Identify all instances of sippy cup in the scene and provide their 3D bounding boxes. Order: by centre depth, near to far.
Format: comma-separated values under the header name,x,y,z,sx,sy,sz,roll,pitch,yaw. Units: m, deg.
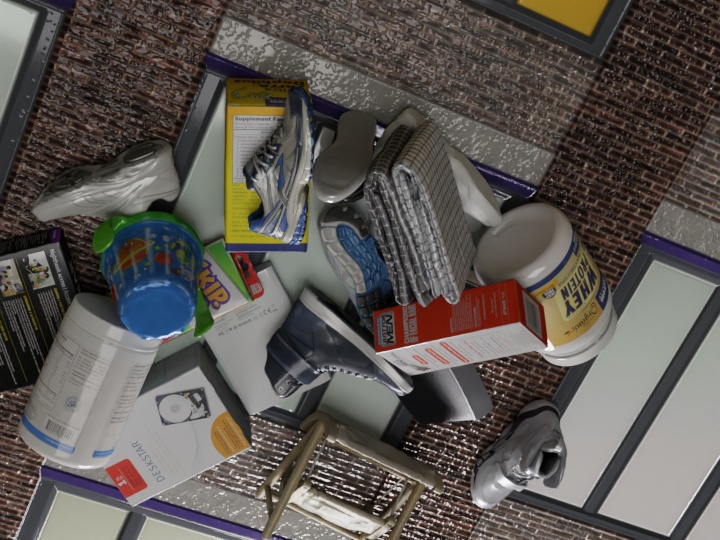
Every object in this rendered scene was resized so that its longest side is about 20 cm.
name,x,y,z,sx,sy,sz,roll,pitch,yaw
sippy cup,-0.263,0.015,1.582,0.177,0.131,0.140,9,122,-19

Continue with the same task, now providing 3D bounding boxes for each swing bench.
name,x,y,z,sx,sy,sz,roll,pitch,yaw
swing bench,-0.019,0.321,1.817,0.198,0.130,0.201,29,104,-18

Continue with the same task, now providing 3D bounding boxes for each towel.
name,x,y,z,sx,sy,sz,roll,pitch,yaw
towel,0.074,-0.069,1.554,0.085,0.166,0.201,-12,111,19

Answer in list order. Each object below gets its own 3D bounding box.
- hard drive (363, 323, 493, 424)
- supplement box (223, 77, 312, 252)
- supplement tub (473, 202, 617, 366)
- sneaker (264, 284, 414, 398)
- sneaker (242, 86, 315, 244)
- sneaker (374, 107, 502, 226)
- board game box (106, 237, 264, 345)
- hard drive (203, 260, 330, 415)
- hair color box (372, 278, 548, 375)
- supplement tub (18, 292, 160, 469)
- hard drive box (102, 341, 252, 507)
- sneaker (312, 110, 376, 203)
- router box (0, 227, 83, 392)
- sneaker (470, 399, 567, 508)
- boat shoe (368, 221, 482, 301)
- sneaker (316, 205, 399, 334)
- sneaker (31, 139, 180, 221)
name,x,y,z,sx,sy,sz,roll,pitch,yaw
hard drive,0.092,0.139,1.753,0.134,0.042,0.201,-9,124,36
supplement box,-0.121,-0.135,1.591,0.108,0.110,0.201,1,116,-7
supplement tub,0.256,0.023,1.685,0.144,0.145,0.200,-33,126,9
sneaker,-0.038,0.139,1.697,0.202,0.077,0.146,39,97,7
sneaker,-0.100,-0.125,1.497,0.084,0.077,0.201,6,115,-5
sneaker,0.103,-0.121,1.653,0.088,0.075,0.200,-42,104,18
board game box,-0.238,0.033,1.685,0.199,0.030,0.096,-25,91,3
hard drive,-0.142,0.097,1.746,0.131,0.026,0.201,-24,116,5
hair color box,0.128,0.075,1.591,0.199,0.064,0.111,-15,154,23
supplement tub,-0.355,0.146,1.628,0.131,0.132,0.201,23,98,-17
hard drive box,-0.277,0.219,1.761,0.199,0.077,0.156,-27,115,7
sneaker,-0.019,-0.115,1.574,0.070,0.200,0.100,10,125,5
router box,-0.448,0.056,1.674,0.148,0.051,0.201,-13,117,-3
sneaker,0.236,0.296,1.839,0.075,0.115,0.201,28,109,-18
boat shoe,0.084,0.008,1.705,0.199,0.071,0.091,24,107,-19
sneaker,0.000,0.000,1.680,0.075,0.087,0.201,-29,103,-14
sneaker,-0.325,-0.091,1.607,0.199,0.078,0.100,-18,120,3
